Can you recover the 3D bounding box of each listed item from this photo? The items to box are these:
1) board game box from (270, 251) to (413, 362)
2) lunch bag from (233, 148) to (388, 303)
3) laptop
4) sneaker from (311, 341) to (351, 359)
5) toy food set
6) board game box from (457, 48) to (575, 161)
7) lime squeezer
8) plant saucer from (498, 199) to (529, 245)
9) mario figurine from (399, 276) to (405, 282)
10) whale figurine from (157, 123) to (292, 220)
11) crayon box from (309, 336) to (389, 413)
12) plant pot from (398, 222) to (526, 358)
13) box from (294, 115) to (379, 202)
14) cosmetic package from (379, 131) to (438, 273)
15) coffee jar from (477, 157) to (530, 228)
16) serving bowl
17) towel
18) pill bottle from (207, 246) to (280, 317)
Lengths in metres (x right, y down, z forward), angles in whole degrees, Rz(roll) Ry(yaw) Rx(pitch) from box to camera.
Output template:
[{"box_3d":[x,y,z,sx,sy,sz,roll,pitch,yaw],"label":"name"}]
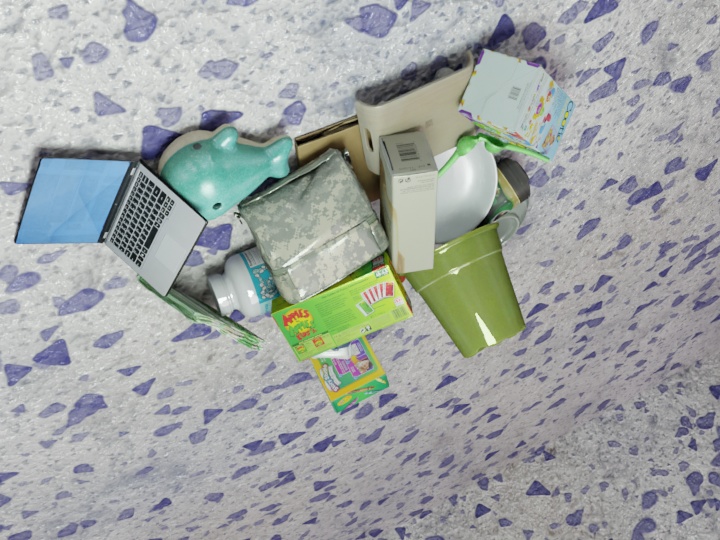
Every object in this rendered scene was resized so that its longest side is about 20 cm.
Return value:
[{"box_3d":[-0.029,0.058,1.350,0.199,0.048,0.102,-23,117,10],"label":"board game box"},{"box_3d":[-0.074,-0.075,1.326,0.199,0.139,0.168,-29,116,-4],"label":"lunch bag"},{"box_3d":[-0.346,-0.053,1.188,0.116,0.200,0.187,-46,177,-46],"label":"laptop"},{"box_3d":[-0.025,0.074,1.437,0.199,0.081,0.147,-25,125,4],"label":"sneaker"},{"box_3d":[0.092,-0.244,1.334,0.199,0.061,0.144,-25,142,-11],"label":"toy food set"},{"box_3d":[0.250,-0.256,1.355,0.200,0.103,0.105,14,100,-61],"label":"board game box"},{"box_3d":[0.196,-0.183,1.362,0.199,0.071,0.038,-11,-168,8],"label":"lime squeezer"},{"box_3d":[0.260,-0.088,1.718,0.199,0.050,0.201,-21,148,-14],"label":"plant saucer"},{"box_3d":[0.079,-0.042,1.581,0.123,0.106,0.200,-12,142,-27],"label":"mario figurine"},{"box_3d":[-0.185,-0.135,1.227,0.199,0.104,0.159,-13,144,-23],"label":"whale figurine"},{"box_3d":[-0.041,0.162,1.680,0.118,0.200,0.058,-26,148,-6],"label":"crayon box"},{"box_3d":[0.197,0.044,1.513,0.199,0.191,0.200,-27,173,-4],"label":"plant pot"},{"box_3d":[-0.024,-0.166,1.397,0.163,0.021,0.200,-22,148,-13],"label":"box"},{"box_3d":[0.072,-0.102,1.327,0.071,0.105,0.201,-8,134,-7],"label":"cosmetic package"},{"box_3d":[0.220,-0.124,1.589,0.200,0.086,0.104,-34,172,7],"label":"coffee jar"},{"box_3d":[0.132,-0.149,1.463,0.199,0.066,0.201,-7,111,-20],"label":"serving bowl"},{"box_3d":[-0.261,0.073,1.428,0.023,0.152,0.200,-59,147,-2],"label":"towel"},{"box_3d":[-0.154,0.010,1.456,0.199,0.111,0.111,-21,148,-14],"label":"pill bottle"}]
